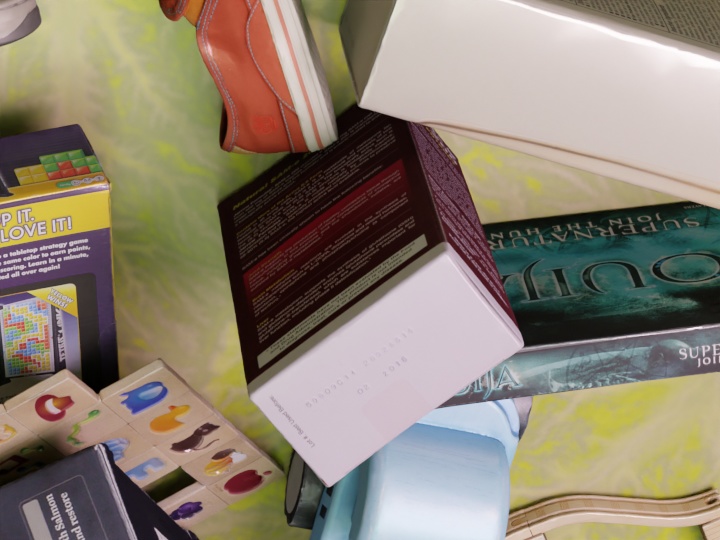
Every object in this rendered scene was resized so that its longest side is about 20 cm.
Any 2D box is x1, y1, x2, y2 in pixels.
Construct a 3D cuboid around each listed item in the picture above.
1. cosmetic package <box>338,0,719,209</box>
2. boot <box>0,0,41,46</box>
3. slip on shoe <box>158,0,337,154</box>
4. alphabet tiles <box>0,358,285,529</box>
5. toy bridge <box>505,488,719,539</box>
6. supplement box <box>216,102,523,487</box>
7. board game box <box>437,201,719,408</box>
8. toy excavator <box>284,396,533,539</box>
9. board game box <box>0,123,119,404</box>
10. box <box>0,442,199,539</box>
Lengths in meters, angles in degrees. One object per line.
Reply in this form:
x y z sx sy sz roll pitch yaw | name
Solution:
0.097 -0.097 1.288 0.199 0.104 0.074 15 113 -12 | cosmetic package
-0.245 -0.160 1.224 0.202 0.073 0.155 -10 107 -16 | boot
-0.065 -0.136 1.272 0.061 0.074 0.201 -16 120 5 | slip on shoe
-0.141 0.104 1.342 0.166 0.008 0.200 -28 152 7 | alphabet tiles
0.092 0.154 1.445 0.199 0.027 0.068 -21 115 4 | toy bridge
0.000 0.000 1.268 0.109 0.200 0.061 -36 115 11 | supplement box
0.106 0.013 1.322 0.198 0.135 0.028 -7 116 -3 | board game box
0.022 0.145 1.337 0.099 0.200 0.196 12 113 -12 | toy excavator
-0.212 0.031 1.300 0.199 0.057 0.166 -11 126 -16 | board game box
-0.165 0.193 1.326 0.199 0.118 0.197 -25 159 2 | box
